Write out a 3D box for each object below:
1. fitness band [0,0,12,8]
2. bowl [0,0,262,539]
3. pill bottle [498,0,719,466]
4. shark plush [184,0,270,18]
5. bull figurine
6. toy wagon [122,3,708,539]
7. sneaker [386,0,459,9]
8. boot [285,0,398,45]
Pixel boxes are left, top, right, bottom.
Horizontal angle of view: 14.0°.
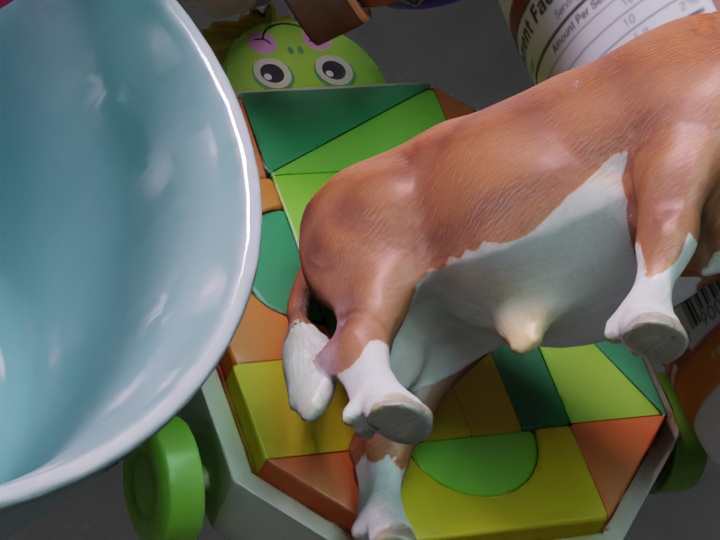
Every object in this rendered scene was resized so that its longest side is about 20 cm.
[{"bbox_3d":[-0.120,-0.136,0.687,0.144,0.037,0.200,14,57,-13],"label":"fitness band"},{"bbox_3d":[-0.132,0.000,0.679,0.201,0.105,0.201,11,50,-13],"label":"bowl"},{"bbox_3d":[0.103,-0.056,0.766,0.112,0.112,0.200,-11,66,-29],"label":"pill bottle"},{"bbox_3d":[-0.084,-0.155,0.797,0.200,0.091,0.083,56,39,-2],"label":"shark plush"},{"bbox_3d":[0.061,-0.013,0.671,0.065,0.200,0.121,41,41,-29],"label":"bull figurine"},{"bbox_3d":[0.000,0.000,0.777,0.155,0.040,0.200,-4,55,-25],"label":"toy wagon"},{"bbox_3d":[0.069,-0.148,0.899,0.070,0.100,0.200,38,80,11],"label":"sneaker"},{"bbox_3d":[-0.002,-0.149,0.785,0.075,0.074,0.200,-24,51,9],"label":"boot"}]
